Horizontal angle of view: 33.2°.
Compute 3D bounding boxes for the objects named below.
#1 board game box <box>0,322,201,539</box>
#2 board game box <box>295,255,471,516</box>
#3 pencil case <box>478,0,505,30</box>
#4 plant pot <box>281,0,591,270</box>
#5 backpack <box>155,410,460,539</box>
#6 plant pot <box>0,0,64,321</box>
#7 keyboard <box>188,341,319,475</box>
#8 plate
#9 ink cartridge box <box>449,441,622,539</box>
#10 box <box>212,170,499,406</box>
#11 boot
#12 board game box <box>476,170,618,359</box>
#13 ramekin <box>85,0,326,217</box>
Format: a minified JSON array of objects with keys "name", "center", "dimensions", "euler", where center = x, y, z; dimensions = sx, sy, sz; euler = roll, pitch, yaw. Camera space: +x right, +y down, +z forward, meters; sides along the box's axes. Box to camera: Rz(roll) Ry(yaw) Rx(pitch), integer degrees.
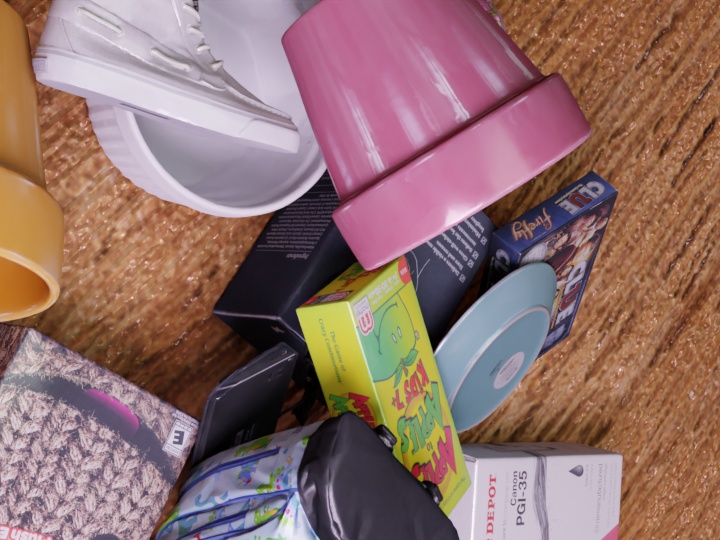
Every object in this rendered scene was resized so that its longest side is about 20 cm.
[{"name":"board game box","center":[-0.236,0.161,0.865],"dimensions":[0.159,0.097,0.201],"euler":[33,72,-32]},{"name":"board game box","center":[0.022,0.101,0.928],"dimensions":[0.102,0.047,0.201],"euler":[-39,115,-57]},{"name":"pencil case","center":[0.036,-0.191,1.066],"dimensions":[0.199,0.087,0.083],"euler":[-18,71,-35]},{"name":"plant pot","center":[0.040,-0.125,0.885],"dimensions":[0.200,0.200,0.180],"euler":[-34,94,-30]},{"name":"backpack","center":[-0.058,0.194,0.872],"dimensions":[0.163,0.199,0.154],"euler":[53,51,-31]},{"name":"plant pot","center":[-0.286,-0.081,0.777],"dimensions":[0.199,0.200,0.185],"euler":[15,68,-35]},{"name":"keyboard","center":[-0.080,0.117,0.943],"dimensions":[0.127,0.200,0.021],"euler":[-26,64,-30]},{"name":"plate","center":[0.114,0.081,1.058],"dimensions":[0.200,0.026,0.201],"euler":[-38,150,-27]},{"name":"ink cartridge box","center":[0.152,0.244,1.160],"dimensions":[0.199,0.083,0.148],"euler":[5,89,-36]},{"name":"box","center":[0.000,0.000,1.027],"dimensions":[0.148,0.107,0.201],"euler":[44,66,-29]},{"name":"boot","center":[-0.118,-0.148,0.827],"dimensions":[0.199,0.073,0.096],"euler":[16,88,-35]},{"name":"board game box","center":[0.161,0.017,1.120],"dimensions":[0.135,0.035,0.201],"euler":[-31,147,-31]},{"name":"ramekin","center":[-0.118,-0.141,0.939],"dimensions":[0.199,0.105,0.202],"euler":[-1,91,-36]}]
